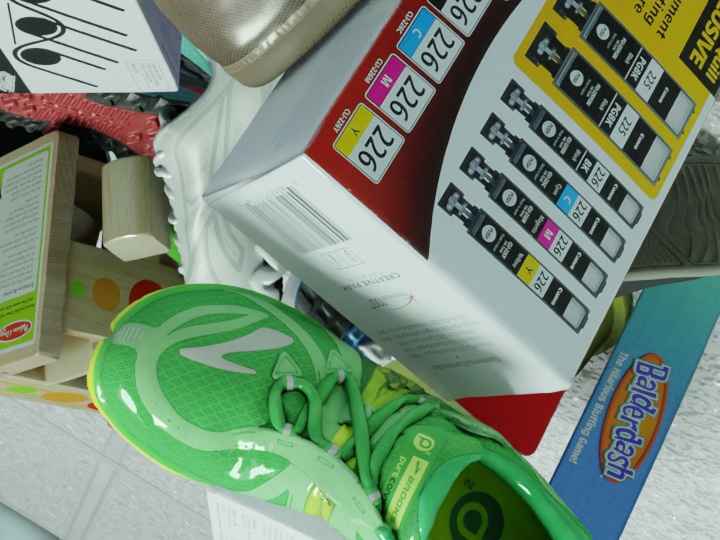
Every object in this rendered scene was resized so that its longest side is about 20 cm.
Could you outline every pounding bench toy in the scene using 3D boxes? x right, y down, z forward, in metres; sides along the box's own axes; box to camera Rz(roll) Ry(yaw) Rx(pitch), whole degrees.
[{"bbox_3d":[-0.122,0.006,0.859,0.156,0.125,0.200,17,156,-40],"label":"pounding bench toy"}]

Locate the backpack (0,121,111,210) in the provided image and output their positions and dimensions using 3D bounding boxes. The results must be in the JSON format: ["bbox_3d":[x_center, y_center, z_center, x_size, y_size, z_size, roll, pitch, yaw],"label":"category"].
[{"bbox_3d":[-0.282,-0.061,0.974,0.176,0.200,0.153,41,174,-21],"label":"backpack"}]

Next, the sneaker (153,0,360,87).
[{"bbox_3d":[0.000,-0.153,0.540,0.075,0.070,0.200,39,110,-17],"label":"sneaker"}]

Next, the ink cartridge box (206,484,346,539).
[{"bbox_3d":[0.017,0.167,0.815,0.200,0.050,0.161,22,154,8],"label":"ink cartridge box"}]

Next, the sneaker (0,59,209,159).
[{"bbox_3d":[-0.127,-0.118,0.852,0.200,0.096,0.079,19,148,-37],"label":"sneaker"}]

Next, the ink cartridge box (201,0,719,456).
[{"bbox_3d":[0.069,-0.056,0.593,0.175,0.200,0.084,40,155,-20],"label":"ink cartridge box"}]

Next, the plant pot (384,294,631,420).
[{"bbox_3d":[0.025,0.059,0.872,0.200,0.184,0.201,25,154,13],"label":"plant pot"}]

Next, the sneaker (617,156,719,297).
[{"bbox_3d":[0.082,-0.014,0.729,0.199,0.075,0.106,5,165,-19],"label":"sneaker"}]

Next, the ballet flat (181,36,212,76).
[{"bbox_3d":[-0.064,-0.127,0.789,0.200,0.067,0.070,39,178,-16],"label":"ballet flat"}]

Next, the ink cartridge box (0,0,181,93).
[{"bbox_3d":[-0.132,-0.126,0.577,0.094,0.044,0.200,0,162,5],"label":"ink cartridge box"}]

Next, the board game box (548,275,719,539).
[{"bbox_3d":[0.131,0.109,0.830,0.045,0.200,0.152,25,155,11],"label":"board game box"}]

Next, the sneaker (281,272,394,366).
[{"bbox_3d":[0.000,0.000,0.737,0.087,0.200,0.075,-29,101,30],"label":"sneaker"}]

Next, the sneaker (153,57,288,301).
[{"bbox_3d":[-0.066,-0.036,0.745,0.081,0.201,0.075,14,-169,-10],"label":"sneaker"}]

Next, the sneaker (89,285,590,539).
[{"bbox_3d":[0.002,0.062,0.545,0.200,0.074,0.084,28,166,-15],"label":"sneaker"}]
